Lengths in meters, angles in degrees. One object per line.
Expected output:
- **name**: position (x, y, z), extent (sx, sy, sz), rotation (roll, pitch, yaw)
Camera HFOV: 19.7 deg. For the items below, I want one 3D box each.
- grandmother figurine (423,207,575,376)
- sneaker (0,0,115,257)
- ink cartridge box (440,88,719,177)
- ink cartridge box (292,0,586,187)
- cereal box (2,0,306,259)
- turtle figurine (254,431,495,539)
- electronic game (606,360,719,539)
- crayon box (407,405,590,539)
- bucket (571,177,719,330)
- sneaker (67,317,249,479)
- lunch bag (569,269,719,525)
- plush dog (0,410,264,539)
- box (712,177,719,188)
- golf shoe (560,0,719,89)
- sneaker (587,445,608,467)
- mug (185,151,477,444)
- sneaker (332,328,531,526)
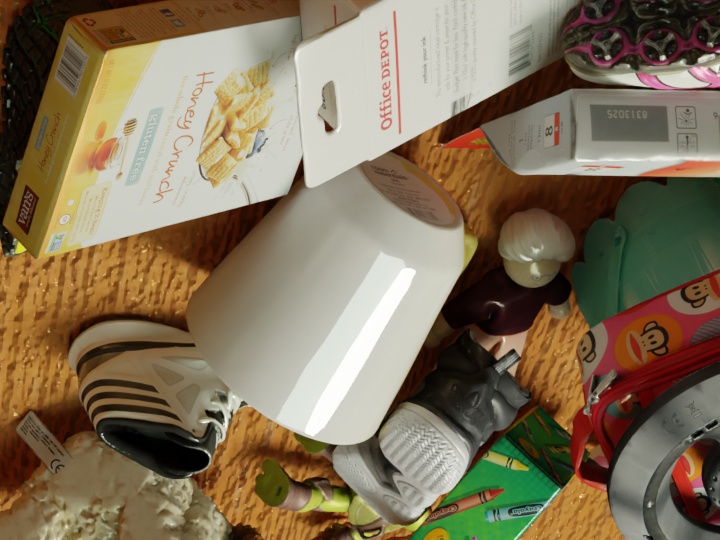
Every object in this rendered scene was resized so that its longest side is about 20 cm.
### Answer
- **grandmother figurine**: position (0.101, 0.033, 1.447), extent (0.121, 0.061, 0.200), rotation (-21, 148, -35)
- **sneaker**: position (-0.165, -0.089, 1.209), extent (0.085, 0.078, 0.200), rotation (-8, 148, -23)
- **ink cartridge box**: position (0.157, -0.072, 1.276), extent (0.162, 0.050, 0.200), rotation (-1, 172, -20)
- **ink cartridge box**: position (0.031, -0.144, 1.171), extent (0.200, 0.067, 0.116), rotation (-29, 143, -20)
- **cereal box**: position (-0.099, -0.089, 1.177), extent (0.200, 0.040, 0.144), rotation (-18, 141, -44)
- **turtle figurine**: position (-0.001, 0.174, 1.559), extent (0.161, 0.065, 0.200), rotation (26, 122, -40)
- **electronic game**: position (0.251, 0.121, 1.287), extent (0.199, 0.042, 0.200), rotation (-5, 133, -5)
- **crayon box**: position (0.098, 0.168, 1.494), extent (0.119, 0.058, 0.200), rotation (-49, 173, 10)
- **bucket**: position (0.260, 0.033, 1.449), extent (0.206, 0.135, 0.208), rotation (-10, 138, -9)
- **sneaker**: position (-0.092, 0.093, 1.395), extent (0.200, 0.116, 0.076), rotation (-1, 136, -21)
- **lunch bag**: position (0.219, 0.094, 1.343), extent (0.176, 0.082, 0.200), rotation (-21, 137, 9)
- **plush dog**: position (-0.160, 0.180, 1.477), extent (0.199, 0.161, 0.172), rotation (4, 158, 16)
- **box**: position (0.294, -0.119, 1.329), extent (0.117, 0.048, 0.200), rotation (-27, 142, -30)
- **golf shoe**: position (0.217, -0.130, 1.194), extent (0.199, 0.073, 0.092), rotation (-8, 147, 7)
- **sneaker**: position (0.274, 0.159, 1.643), extent (0.200, 0.080, 0.086), rotation (21, 115, -44)
- **mug**: position (-0.008, -0.003, 1.335), extent (0.149, 0.187, 0.153), rotation (33, 114, -6)
- **sneaker**: position (0.054, 0.107, 1.422), extent (0.114, 0.075, 0.200), rotation (-44, 180, -22)
